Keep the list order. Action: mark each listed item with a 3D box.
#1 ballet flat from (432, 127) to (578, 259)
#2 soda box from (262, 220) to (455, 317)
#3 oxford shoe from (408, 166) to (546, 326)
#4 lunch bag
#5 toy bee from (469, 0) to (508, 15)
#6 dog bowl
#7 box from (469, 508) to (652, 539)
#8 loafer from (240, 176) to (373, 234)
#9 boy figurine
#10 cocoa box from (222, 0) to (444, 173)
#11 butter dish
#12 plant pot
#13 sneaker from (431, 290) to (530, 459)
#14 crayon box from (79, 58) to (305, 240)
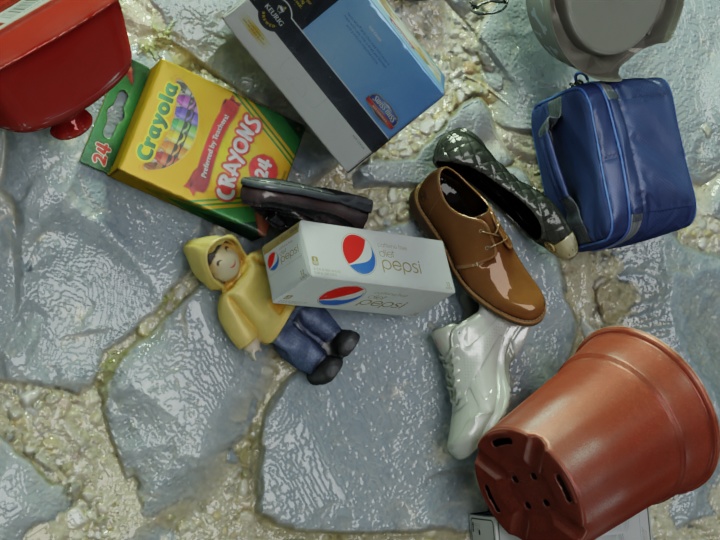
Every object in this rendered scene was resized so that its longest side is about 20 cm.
[{"bbox_3d":[0.159,-0.077,1.590,0.200,0.066,0.057,41,63,-7],"label":"ballet flat"},{"bbox_3d":[0.000,0.000,1.473,0.200,0.068,0.064,6,62,-41],"label":"soda box"},{"bbox_3d":[0.132,-0.025,1.539,0.071,0.071,0.200,-37,83,-34],"label":"oxford shoe"},{"bbox_3d":[0.271,-0.125,1.604,0.132,0.136,0.201,-12,86,-25],"label":"lunch bag"},{"bbox_3d":[0.185,-0.365,1.581,0.130,0.200,0.109,-4,115,15],"label":"toy bee"},{"bbox_3d":[0.261,-0.306,1.551,0.200,0.059,0.201,-11,109,-33],"label":"dog bowl"},{"bbox_3d":[0.223,0.315,1.580,0.199,0.060,0.117,-2,85,-23],"label":"box"},{"bbox_3d":[-0.053,-0.055,1.457,0.200,0.072,0.063,6,97,-58],"label":"loafer"},{"bbox_3d":[-0.093,0.026,1.473,0.200,0.064,0.124,43,72,-18],"label":"boy figurine"},{"bbox_3d":[-0.022,-0.226,1.466,0.131,0.133,0.200,-37,100,12],"label":"cocoa box"},{"bbox_3d":[-0.300,-0.192,1.362,0.200,0.199,0.148,-36,122,-22],"label":"butter dish"},{"bbox_3d":[0.236,0.188,1.503,0.195,0.201,0.201,-27,96,-35],"label":"plant pot"},{"bbox_3d":[0.114,0.103,1.556,0.099,0.078,0.201,23,67,-13],"label":"sneaker"},{"bbox_3d":[-0.169,-0.127,1.462,0.199,0.051,0.127,23,77,-19],"label":"crayon box"}]
